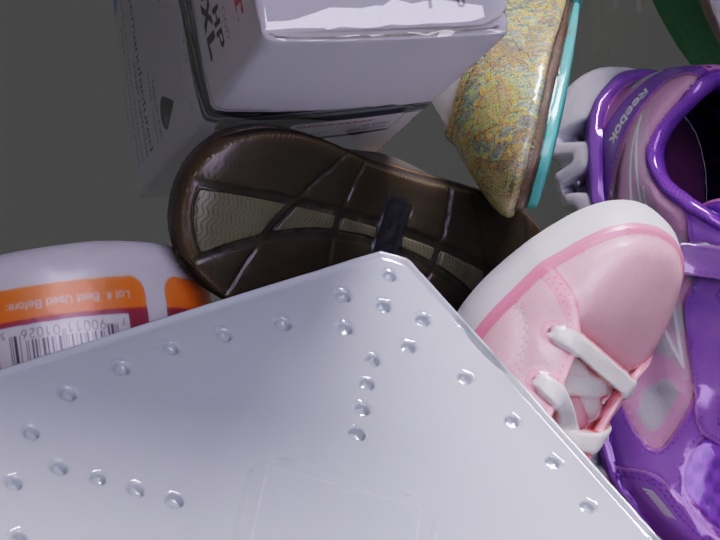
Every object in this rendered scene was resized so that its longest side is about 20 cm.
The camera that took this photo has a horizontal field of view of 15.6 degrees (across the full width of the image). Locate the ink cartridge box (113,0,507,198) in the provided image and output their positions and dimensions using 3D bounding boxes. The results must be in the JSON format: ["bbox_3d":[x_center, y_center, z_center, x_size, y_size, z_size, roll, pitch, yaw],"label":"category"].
[{"bbox_3d":[-0.027,-0.119,0.889,0.084,0.200,0.145,-5,79,-17],"label":"ink cartridge box"}]

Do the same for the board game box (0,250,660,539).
[{"bbox_3d":[-0.011,0.090,0.779,0.200,0.026,0.200,-17,52,-36],"label":"board game box"}]

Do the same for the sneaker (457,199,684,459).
[{"bbox_3d":[0.054,0.076,0.887,0.200,0.105,0.075,-46,135,6],"label":"sneaker"}]

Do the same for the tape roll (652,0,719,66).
[{"bbox_3d":[0.195,-0.094,0.950,0.200,0.200,0.048,42,70,-4],"label":"tape roll"}]

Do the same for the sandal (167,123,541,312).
[{"bbox_3d":[0.000,0.000,0.920,0.200,0.055,0.082,20,88,-43],"label":"sandal"}]

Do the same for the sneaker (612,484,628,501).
[{"bbox_3d":[0.055,0.165,0.916,0.095,0.079,0.201,5,76,-13],"label":"sneaker"}]

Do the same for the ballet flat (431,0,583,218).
[{"bbox_3d":[0.052,-0.094,0.952,0.071,0.071,0.200,29,44,-9],"label":"ballet flat"}]

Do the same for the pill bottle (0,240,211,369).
[{"bbox_3d":[-0.091,0.098,0.869,0.109,0.110,0.201,-5,79,-18],"label":"pill bottle"}]

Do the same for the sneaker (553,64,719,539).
[{"bbox_3d":[0.126,0.011,0.957,0.080,0.088,0.201,0,76,-32],"label":"sneaker"}]
